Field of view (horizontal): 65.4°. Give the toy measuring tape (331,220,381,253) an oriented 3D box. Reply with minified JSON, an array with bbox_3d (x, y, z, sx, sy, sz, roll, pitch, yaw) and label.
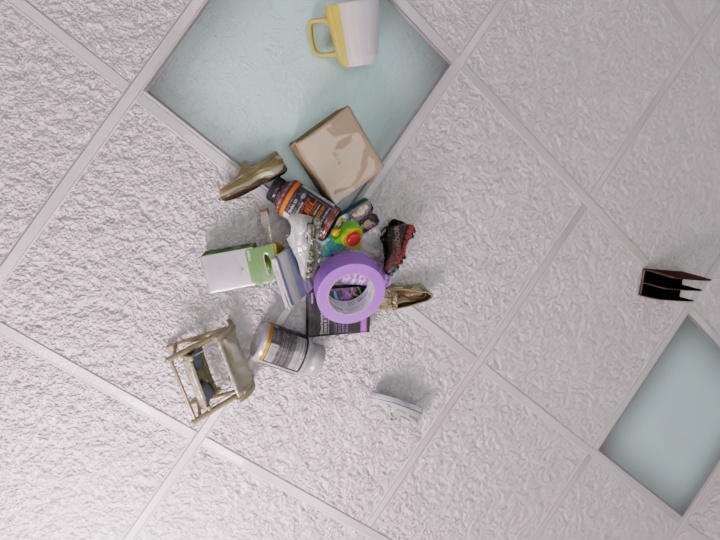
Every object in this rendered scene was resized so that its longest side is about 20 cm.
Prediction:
[{"bbox_3d":[-0.001,-0.097,1.581,0.198,0.073,0.075,14,96,-41],"label":"toy measuring tape"}]

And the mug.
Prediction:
[{"bbox_3d":[-0.028,-0.632,1.505,0.149,0.184,0.156,-33,123,-44],"label":"mug"}]

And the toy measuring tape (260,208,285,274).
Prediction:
[{"bbox_3d":[-0.237,-0.071,1.555,0.072,0.073,0.205,-12,99,-16],"label":"toy measuring tape"}]

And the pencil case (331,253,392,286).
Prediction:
[{"bbox_3d":[0.000,0.000,1.652,0.196,0.084,0.088,6,78,-22],"label":"pencil case"}]

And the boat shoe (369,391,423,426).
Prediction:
[{"bbox_3d":[0.106,0.449,1.776,0.200,0.074,0.088,27,74,-28],"label":"boat shoe"}]

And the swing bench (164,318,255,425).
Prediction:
[{"bbox_3d":[-0.404,0.272,1.535,0.197,0.130,0.203,-22,107,-14],"label":"swing bench"}]

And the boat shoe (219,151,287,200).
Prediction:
[{"bbox_3d":[-0.298,-0.258,1.509,0.198,0.072,0.077,-30,95,-19],"label":"boat shoe"}]

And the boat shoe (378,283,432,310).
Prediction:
[{"bbox_3d":[0.123,0.080,1.717,0.196,0.063,0.075,-11,105,-16],"label":"boat shoe"}]

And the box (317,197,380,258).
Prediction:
[{"bbox_3d":[-0.045,-0.124,1.625,0.198,0.049,0.083,-33,109,-10],"label":"box"}]

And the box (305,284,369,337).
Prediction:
[{"bbox_3d":[-0.066,0.119,1.674,0.196,0.036,0.146,-3,102,-18],"label":"box"}]

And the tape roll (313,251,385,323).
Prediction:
[{"bbox_3d":[-0.032,0.050,1.581,0.196,0.066,0.203,-8,125,-12],"label":"tape roll"}]

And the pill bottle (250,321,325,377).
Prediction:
[{"bbox_3d":[-0.206,0.230,1.604,0.197,0.116,0.118,23,93,-22],"label":"pill bottle"}]

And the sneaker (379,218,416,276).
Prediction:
[{"bbox_3d":[0.093,-0.073,1.641,0.097,0.071,0.203,31,52,-11],"label":"sneaker"}]

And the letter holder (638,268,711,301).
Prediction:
[{"bbox_3d":[1.141,0.060,2.028,0.196,0.142,0.103,4,100,-20],"label":"letter holder"}]

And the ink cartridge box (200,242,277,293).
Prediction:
[{"bbox_3d":[-0.320,-0.012,1.517,0.195,0.059,0.106,-10,105,1],"label":"ink cartridge box"}]

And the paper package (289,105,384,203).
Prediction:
[{"bbox_3d":[-0.065,-0.318,1.552,0.189,0.103,0.202,-37,109,-9],"label":"paper package"}]

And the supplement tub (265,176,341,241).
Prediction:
[{"bbox_3d":[-0.158,-0.173,1.529,0.198,0.107,0.108,31,90,0],"label":"supplement tub"}]

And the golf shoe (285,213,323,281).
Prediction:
[{"bbox_3d":[-0.154,-0.067,1.503,0.078,0.096,0.203,-45,150,-46],"label":"golf shoe"}]

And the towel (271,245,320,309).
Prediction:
[{"bbox_3d":[-0.173,-0.001,1.553,0.023,0.200,0.150,-6,110,28],"label":"towel"}]
